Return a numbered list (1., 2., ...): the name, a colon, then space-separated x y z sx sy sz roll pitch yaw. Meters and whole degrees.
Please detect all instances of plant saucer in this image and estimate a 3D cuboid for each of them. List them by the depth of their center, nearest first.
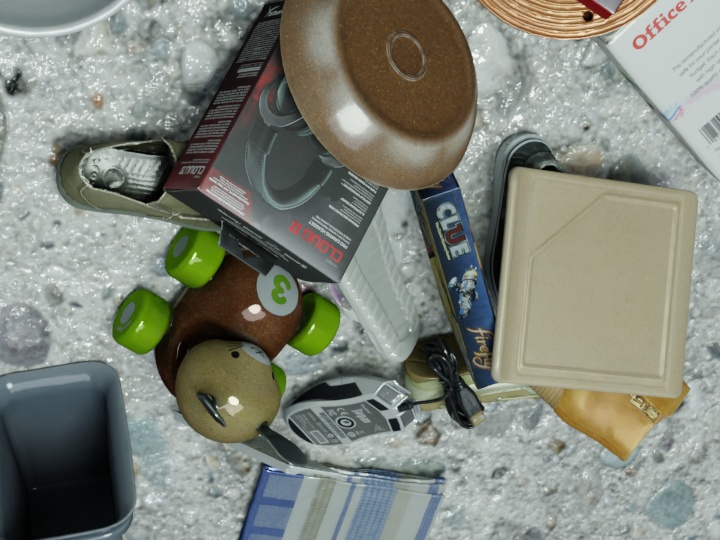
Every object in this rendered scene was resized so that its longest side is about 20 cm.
1. plant saucer: 0.027 -0.164 1.078 0.200 0.201 0.037 32 148 -28

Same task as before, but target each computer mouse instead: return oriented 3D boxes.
1. computer mouse: 0.017 0.118 1.278 0.199 0.044 0.110 -13 135 28

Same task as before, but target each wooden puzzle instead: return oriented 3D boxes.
1. wooden puzzle: 0.205 0.012 1.199 0.199 0.037 0.186 7 88 -22

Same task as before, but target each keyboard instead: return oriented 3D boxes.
1. keyboard: -0.096 0.152 1.212 0.056 0.200 0.011 9 94 -38

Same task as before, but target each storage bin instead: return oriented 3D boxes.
1. storage bin: -0.268 0.202 1.199 0.145 0.200 0.135 -9 130 -10

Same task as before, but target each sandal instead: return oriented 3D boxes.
1. sandal: -0.003 0.005 1.234 0.050 0.083 0.203 2 128 34

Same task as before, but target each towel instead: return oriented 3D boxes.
1. towel: -0.022 0.258 1.390 0.199 0.024 0.147 9 118 -18

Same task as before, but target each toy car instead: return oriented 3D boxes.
1. toy car: -0.103 0.083 1.165 0.164 0.200 0.158 32 106 -28

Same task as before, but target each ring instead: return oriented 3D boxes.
1. ring: 0.168 -0.288 1.103 0.199 0.019 0.201 0 101 2

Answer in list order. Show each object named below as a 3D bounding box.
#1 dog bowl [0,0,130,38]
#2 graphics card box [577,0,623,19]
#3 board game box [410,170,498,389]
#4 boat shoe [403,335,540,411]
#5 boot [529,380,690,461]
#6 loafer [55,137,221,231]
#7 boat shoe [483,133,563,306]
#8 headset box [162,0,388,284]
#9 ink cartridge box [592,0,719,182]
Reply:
1. dog bowl: -0.242 -0.278 0.998 0.199 0.079 0.201 -6 120 -11
2. graphics card box: 0.200 -0.314 1.062 0.125 0.051 0.200 34 99 -3
3. board game box: 0.080 -0.015 1.198 0.034 0.136 0.201 -18 122 0
4. boat shoe: 0.140 0.099 1.320 0.200 0.073 0.063 -8 132 -10
5. boot: 0.249 0.064 1.267 0.144 0.071 0.201 35 77 5
6. loafer: -0.150 -0.071 1.130 0.199 0.070 0.076 -1 89 -14
7. boat shoe: 0.154 -0.024 1.251 0.072 0.071 0.201 -12 121 -8
8. headset box: -0.052 -0.095 1.105 0.149 0.077 0.201 35 75 -28
9. ink cartridge box: 0.306 -0.195 1.190 0.145 0.084 0.200 -43 120 10
